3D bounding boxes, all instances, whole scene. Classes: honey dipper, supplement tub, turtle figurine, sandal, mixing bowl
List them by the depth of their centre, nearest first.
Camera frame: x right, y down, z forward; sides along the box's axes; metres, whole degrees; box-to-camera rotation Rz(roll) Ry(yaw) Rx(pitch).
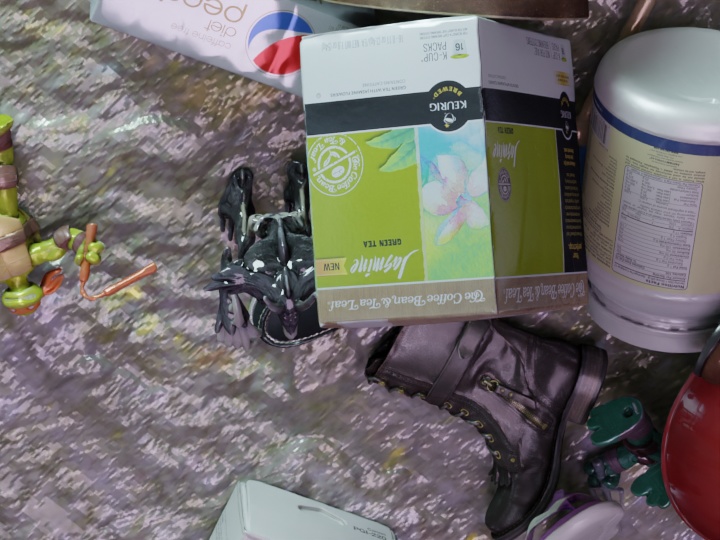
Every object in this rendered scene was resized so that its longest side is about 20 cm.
[{"bbox_3d":[0.230,-0.057,1.637,0.145,0.145,0.200,0,123,-5],"label":"supplement tub"},{"bbox_3d":[0.200,-0.179,1.655,0.038,0.038,0.200,24,98,-16],"label":"honey dipper"},{"bbox_3d":[0.333,0.142,1.671,0.200,0.108,0.200,-6,113,-15],"label":"mixing bowl"},{"bbox_3d":[-0.259,-0.032,1.694,0.200,0.064,0.162,-14,110,11],"label":"turtle figurine"},{"bbox_3d":[0.160,0.199,1.788,0.082,0.203,0.050,-34,77,-3],"label":"sandal"},{"bbox_3d":[0.248,0.171,1.821,0.101,0.150,0.200,-54,148,-7],"label":"turtle figurine"}]

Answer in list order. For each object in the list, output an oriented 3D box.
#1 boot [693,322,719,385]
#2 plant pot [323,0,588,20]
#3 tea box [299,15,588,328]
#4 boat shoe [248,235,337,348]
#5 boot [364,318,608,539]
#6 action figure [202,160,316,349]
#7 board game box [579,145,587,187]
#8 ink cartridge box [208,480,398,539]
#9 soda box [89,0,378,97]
[{"bbox_3d":[0.356,0.083,1.595,0.188,0.200,0.069,-26,153,-25],"label":"boot"},{"bbox_3d":[0.070,-0.278,1.556,0.187,0.187,0.200,3,99,-7],"label":"plant pot"},{"bbox_3d":[0.061,-0.063,1.566,0.133,0.200,0.197,-5,88,23],"label":"tea box"},{"bbox_3d":[0.000,0.000,1.737,0.200,0.060,0.076,-38,114,13],"label":"boat shoe"},{"bbox_3d":[0.084,0.105,1.804,0.174,0.069,0.200,20,109,-9],"label":"boot"},{"bbox_3d":[-0.053,0.000,1.653,0.119,0.200,0.102,-11,119,0],"label":"action figure"},{"bbox_3d":[0.206,-0.070,1.737,0.200,0.039,0.158,-22,123,9],"label":"board game box"},{"bbox_3d":[-0.070,0.288,1.862,0.145,0.085,0.200,20,111,-15],"label":"ink cartridge box"},{"bbox_3d":[-0.089,-0.183,1.635,0.200,0.064,0.068,19,113,-14],"label":"soda box"}]
